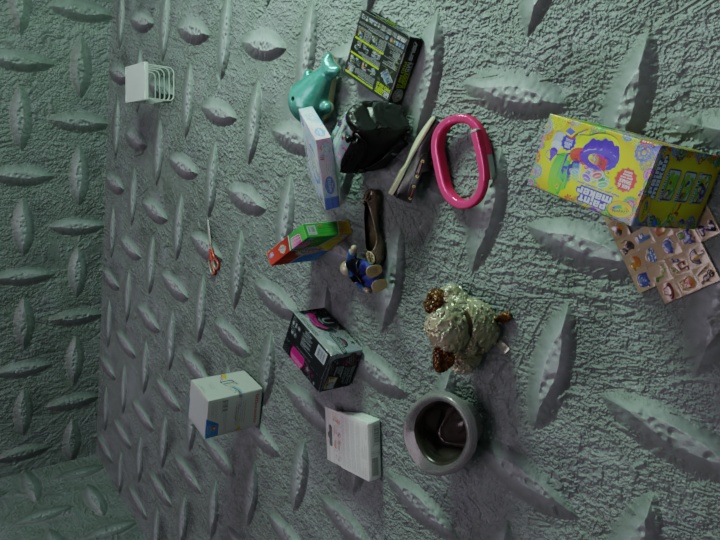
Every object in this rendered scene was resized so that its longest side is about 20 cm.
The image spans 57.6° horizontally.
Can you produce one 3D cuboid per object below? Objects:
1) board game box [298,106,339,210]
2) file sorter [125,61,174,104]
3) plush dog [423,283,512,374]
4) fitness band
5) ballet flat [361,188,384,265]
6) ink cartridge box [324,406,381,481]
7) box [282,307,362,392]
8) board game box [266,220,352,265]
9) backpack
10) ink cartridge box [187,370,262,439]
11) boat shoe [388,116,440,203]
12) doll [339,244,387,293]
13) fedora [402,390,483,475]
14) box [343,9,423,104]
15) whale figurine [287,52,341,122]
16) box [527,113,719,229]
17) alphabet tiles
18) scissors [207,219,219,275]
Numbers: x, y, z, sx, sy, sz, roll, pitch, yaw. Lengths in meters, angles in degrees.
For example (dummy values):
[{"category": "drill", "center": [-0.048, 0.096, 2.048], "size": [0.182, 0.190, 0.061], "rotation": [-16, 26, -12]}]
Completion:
[{"category": "board game box", "center": [-0.107, -0.292, 1.691], "size": [0.200, 0.043, 0.199], "rotation": [-116, 15, -51]}, {"category": "file sorter", "center": [-0.823, -0.726, 2.561], "size": [0.200, 0.124, 0.139], "rotation": [12, 103, 50]}, {"category": "plush dog", "center": [0.204, 0.119, 1.356], "size": [0.160, 0.172, 0.200], "rotation": [-18, 79, 50]}, {"category": "fitness band", "center": [0.215, -0.232, 1.397], "size": [0.144, 0.037, 0.200], "rotation": [-10, 92, 51]}, {"category": "ballet flat", "center": [0.027, -0.105, 1.647], "size": [0.067, 0.046, 0.200], "rotation": [9, 102, 51]}, {"category": "ink cartridge box", "center": [-0.022, 0.465, 1.787], "size": [0.200, 0.050, 0.161], "rotation": [6, 99, 55]}, {"category": "box", "center": [-0.105, 0.213, 1.800], "size": [0.200, 0.115, 0.132], "rotation": [43, 125, 38]}, {"category": "board game box", "center": [-0.140, -0.074, 1.776], "size": [0.200, 0.153, 0.040], "rotation": [-32, 72, 49]}, {"category": "backpack", "center": [0.011, -0.317, 1.572], "size": [0.200, 0.167, 0.127], "rotation": [133, 130, -59]}, {"category": "ink cartridge box", "center": [-0.451, 0.443, 2.191], "size": [0.145, 0.200, 0.147], "rotation": [31, 118, 47]}, {"category": "boat shoe", "center": [0.134, -0.250, 1.489], "size": [0.074, 0.063, 0.202], "rotation": [-77, 13, -71]}, {"category": "doll", "center": [0.000, 0.000, 1.671], "size": [0.200, 0.048, 0.137], "rotation": [16, 129, 66]}, {"category": "fedora", "center": [0.197, 0.355, 1.461], "size": [0.200, 0.090, 0.177], "rotation": [-52, 57, 33]}, {"category": "box", "center": [0.049, -0.512, 1.570], "size": [0.200, 0.044, 0.160], "rotation": [45, 128, 38]}, {"category": "whale figurine", "center": [-0.124, -0.480, 1.740], "size": [0.200, 0.104, 0.159], "rotation": [-52, 56, 43]}, {"category": "box", "center": [0.414, -0.155, 1.035], "size": [0.200, 0.192, 0.122], "rotation": [35, 118, 46]}, {"category": "alphabet tiles", "center": [0.508, -0.055, 1.090], "size": [0.167, 0.008, 0.200], "rotation": [-37, 67, 47]}, {"category": "scissors", "center": [-0.551, -0.082, 2.394], "size": [0.073, 0.014, 0.200], "rotation": [-30, 73, 51]}]
